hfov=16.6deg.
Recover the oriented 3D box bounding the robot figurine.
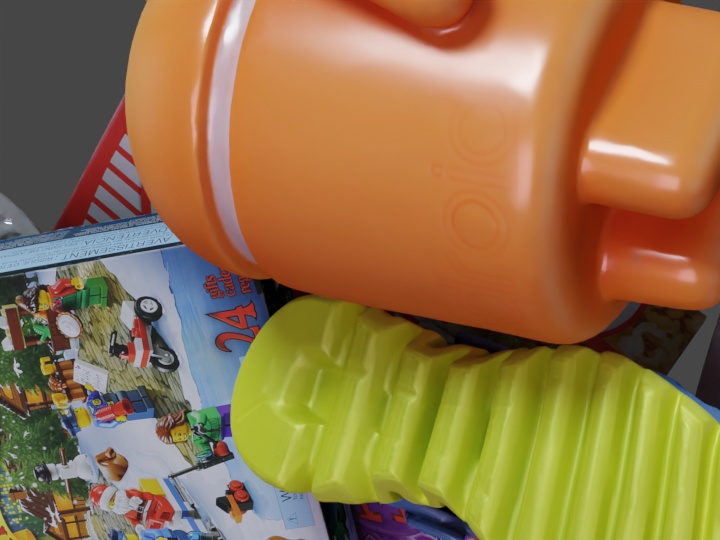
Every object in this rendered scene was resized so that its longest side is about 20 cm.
[{"bbox_3d":[0.017,-0.047,0.705,0.199,0.144,0.117,11,93,25],"label":"robot figurine"}]

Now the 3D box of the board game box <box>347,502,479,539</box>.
[{"bbox_3d":[0.064,0.111,0.849,0.199,0.032,0.121,9,129,36],"label":"board game box"}]

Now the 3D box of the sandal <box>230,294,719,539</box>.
[{"bbox_3d":[0.057,0.059,0.746,0.199,0.087,0.080,24,92,40],"label":"sandal"}]

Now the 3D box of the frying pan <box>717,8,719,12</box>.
[{"bbox_3d":[0.136,-0.026,0.795,0.115,0.031,0.190,40,100,25],"label":"frying pan"}]

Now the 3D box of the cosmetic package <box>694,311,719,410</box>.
[{"bbox_3d":[0.212,0.039,0.748,0.199,0.085,0.108,6,115,-18],"label":"cosmetic package"}]

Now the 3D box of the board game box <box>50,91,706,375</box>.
[{"bbox_3d":[0.000,0.000,0.854,0.200,0.046,0.152,39,143,2],"label":"board game box"}]

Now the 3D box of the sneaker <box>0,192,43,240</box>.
[{"bbox_3d":[-0.123,0.031,0.903,0.200,0.079,0.079,41,81,-11],"label":"sneaker"}]

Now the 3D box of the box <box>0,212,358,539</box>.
[{"bbox_3d":[-0.075,0.082,0.843,0.136,0.038,0.201,-10,111,12],"label":"box"}]
